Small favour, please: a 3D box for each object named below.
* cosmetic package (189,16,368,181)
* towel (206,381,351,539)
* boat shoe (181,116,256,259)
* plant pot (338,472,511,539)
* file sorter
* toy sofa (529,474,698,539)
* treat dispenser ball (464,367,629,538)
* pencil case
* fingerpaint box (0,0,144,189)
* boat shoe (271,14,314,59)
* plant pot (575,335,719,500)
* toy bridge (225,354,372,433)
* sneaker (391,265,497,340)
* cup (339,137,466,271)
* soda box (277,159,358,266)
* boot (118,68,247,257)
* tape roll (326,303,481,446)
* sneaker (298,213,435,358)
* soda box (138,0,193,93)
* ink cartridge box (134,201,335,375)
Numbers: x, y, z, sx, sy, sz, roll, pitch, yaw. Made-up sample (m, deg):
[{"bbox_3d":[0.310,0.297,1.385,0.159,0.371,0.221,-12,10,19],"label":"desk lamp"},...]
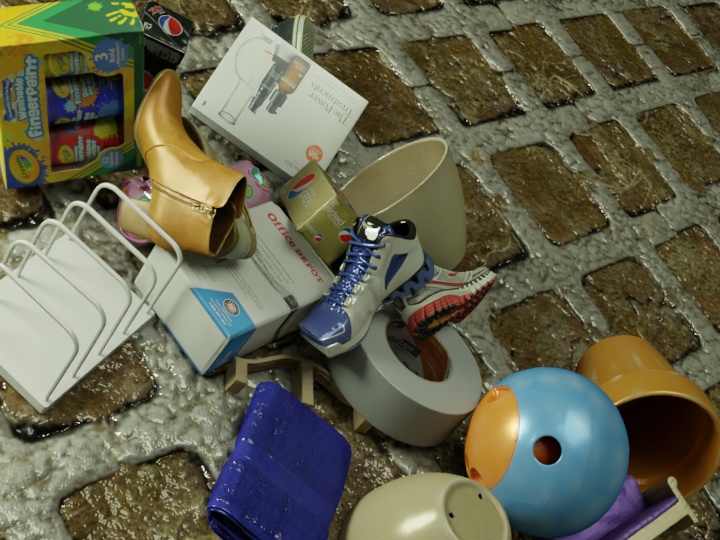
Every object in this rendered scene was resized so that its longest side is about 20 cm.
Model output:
[{"bbox_3d":[-0.111,-0.223,1.691,0.199,0.052,0.152,34,81,-8],"label":"cosmetic package"},{"bbox_3d":[-0.089,0.234,1.366,0.147,0.049,0.201,41,38,-17],"label":"towel"},{"bbox_3d":[-0.179,-0.091,1.449,0.066,0.074,0.202,26,34,-56],"label":"boat shoe"},{"bbox_3d":[0.093,0.305,1.378,0.198,0.135,0.202,22,43,-22],"label":"plant pot"},{"bbox_3d":[-0.307,0.020,1.319,0.139,0.125,0.200,42,40,2],"label":"file sorter"},{"bbox_3d":[0.309,0.324,1.529,0.198,0.083,0.098,-26,76,-28],"label":"toy sofa"},{"bbox_3d":[0.224,0.219,1.496,0.199,0.201,0.203,22,43,-22],"label":"treat dispenser ball"},{"bbox_3d":[-0.205,-0.087,1.526,0.198,0.088,0.088,-13,63,-46],"label":"pencil case"},{"bbox_3d":[-0.330,-0.198,1.396,0.165,0.202,0.074,-10,48,-20],"label":"fingerpaint box"},{"bbox_3d":[-0.110,-0.274,1.777,0.075,0.061,0.203,51,42,-62],"label":"boat shoe"},{"bbox_3d":[0.369,0.190,1.677,0.198,0.201,0.184,26,27,-18],"label":"plant pot"},{"bbox_3d":[-0.068,0.138,1.480,0.198,0.027,0.068,20,44,-26],"label":"toy bridge"},{"bbox_3d":[0.108,0.020,1.590,0.082,0.078,0.199,48,30,17],"label":"sneaker"},{"bbox_3d":[0.064,-0.061,1.664,0.144,0.198,0.201,57,35,-20],"label":"cup"},{"bbox_3d":[-0.051,-0.077,1.574,0.064,0.068,0.200,48,4,-19],"label":"soda box"},{"bbox_3d":[-0.186,-0.120,1.388,0.071,0.142,0.204,23,79,-63],"label":"boot"},{"bbox_3d":[0.056,0.119,1.544,0.199,0.066,0.202,28,33,-20],"label":"tape roll"},{"bbox_3d":[0.001,0.000,1.465,0.199,0.116,0.080,-38,44,-26],"label":"sneaker"},{"bbox_3d":[-0.275,-0.228,1.506,0.063,0.200,0.071,25,42,-19],"label":"soda box"},{"bbox_3d":[-0.145,0.017,1.482,0.199,0.084,0.145,-23,70,-47],"label":"ink cartridge box"}]
